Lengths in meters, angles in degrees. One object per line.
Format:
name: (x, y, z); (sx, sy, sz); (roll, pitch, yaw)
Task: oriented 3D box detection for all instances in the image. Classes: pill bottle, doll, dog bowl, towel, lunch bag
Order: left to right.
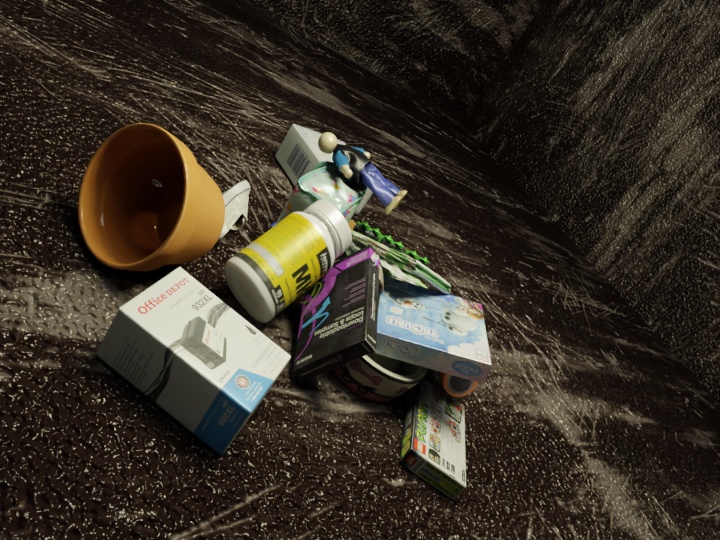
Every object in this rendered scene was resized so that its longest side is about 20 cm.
pill bottle: (-0.112, -0.021, 0.989); (0.114, 0.115, 0.199); (42, 61, 14)
lunch bag: (-0.078, -0.113, 1.207); (0.121, 0.172, 0.200); (37, 35, 4)
doll: (-0.002, -0.195, 1.177); (0.199, 0.049, 0.136); (42, 31, 3)
dog bowl: (0.020, 0.137, 1.057); (0.197, 0.074, 0.202); (30, 25, -16)
towel: (0.046, -0.022, 1.301); (0.196, 0.031, 0.150); (24, 18, -29)
towel: (0.065, -0.019, 1.136); (0.197, 0.024, 0.151); (27, -1, 39)
pill bottle: (0.161, 0.150, 1.150); (0.104, 0.108, 0.201); (27, 16, -20)

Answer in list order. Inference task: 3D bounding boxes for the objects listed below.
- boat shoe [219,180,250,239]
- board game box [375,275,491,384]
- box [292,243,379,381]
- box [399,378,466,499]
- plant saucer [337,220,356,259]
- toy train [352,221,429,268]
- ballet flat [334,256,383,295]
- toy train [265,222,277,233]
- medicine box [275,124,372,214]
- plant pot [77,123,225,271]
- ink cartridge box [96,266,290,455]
boat shoe: (-0.243, -0.110, 1.143); (0.071, 0.069, 0.201); (60, 16, -16)
board game box: (0.119, 0.095, 1.054); (0.194, 0.045, 0.200); (16, 27, -2)
box: (-0.035, 0.064, 0.971); (0.036, 0.140, 0.204); (44, 32, -34)
box: (0.124, 0.269, 1.019); (0.109, 0.035, 0.201); (35, 25, -7)
plant saucer: (-0.033, -0.072, 1.387); (0.197, 0.036, 0.202); (31, 25, -16)
toy train: (0.064, -0.049, 1.314); (0.196, 0.043, 0.056); (29, 3, -19)
ballet flat: (0.000, 0.000, 1.108); (0.066, 0.070, 0.198); (-28, 20, -26)
toy train: (-0.112, 0.020, 1.086); (0.199, 0.085, 0.116); (43, 40, -6)
medicine box: (-0.084, -0.250, 1.538); (0.197, 0.104, 0.184); (8, 38, -48)
plant pot: (-0.292, -0.093, 0.905); (0.201, 0.201, 0.139); (47, 11, 22)
ink cartridge box: (-0.206, 0.108, 0.783); (0.198, 0.084, 0.145); (38, 25, 0)
